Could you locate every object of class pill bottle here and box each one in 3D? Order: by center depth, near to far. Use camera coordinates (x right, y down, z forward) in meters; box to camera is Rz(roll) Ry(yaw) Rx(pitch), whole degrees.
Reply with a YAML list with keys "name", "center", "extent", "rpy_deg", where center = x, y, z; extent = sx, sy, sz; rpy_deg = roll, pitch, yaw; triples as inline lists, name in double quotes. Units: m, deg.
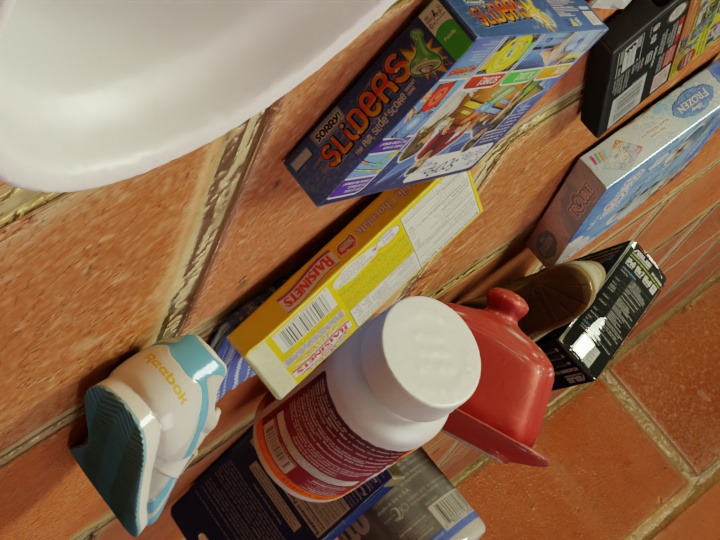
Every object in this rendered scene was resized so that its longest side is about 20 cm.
- name: "pill bottle"
  center: [0.004, 0.103, 1.292]
  extent: [0.109, 0.110, 0.200]
  rpy_deg: [-29, 173, -41]
- name: "pill bottle"
  center: [0.011, 0.195, 1.487]
  extent: [0.114, 0.200, 0.114]
  rpy_deg: [-38, 167, -10]

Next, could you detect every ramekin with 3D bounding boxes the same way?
- name: "ramekin"
  center: [-0.046, -0.123, 0.426]
  extent: [0.200, 0.098, 0.201]
  rpy_deg: [-38, 168, -9]

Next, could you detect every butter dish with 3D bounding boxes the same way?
- name: "butter dish"
  center: [0.111, 0.087, 1.535]
  extent: [0.149, 0.199, 0.199]
  rpy_deg: [-63, 168, -5]

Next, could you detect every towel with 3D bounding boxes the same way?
- name: "towel"
  center: [-0.034, 0.026, 1.171]
  extent: [0.199, 0.024, 0.145]
  rpy_deg: [-32, 165, -32]

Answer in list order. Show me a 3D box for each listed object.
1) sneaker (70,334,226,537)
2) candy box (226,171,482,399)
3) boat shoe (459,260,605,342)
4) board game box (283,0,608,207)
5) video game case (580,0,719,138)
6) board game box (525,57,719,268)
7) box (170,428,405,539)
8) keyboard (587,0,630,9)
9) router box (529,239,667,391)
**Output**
- name: "sneaker"
  center: [-0.133, 0.109, 1.047]
  extent: [0.081, 0.077, 0.200]
  rpy_deg: [-36, 169, -27]
- name: "candy box"
  center: [0.000, 0.000, 1.109]
  extent: [0.200, 0.026, 0.102]
  rpy_deg: [-43, 160, -7]
- name: "boat shoe"
  center: [0.156, 0.046, 1.623]
  extent: [0.199, 0.072, 0.064]
  rpy_deg: [-24, -179, 30]
- name: "board game box"
  center: [0.055, -0.103, 0.947]
  extent: [0.135, 0.035, 0.200]
  rpy_deg: [-45, 167, 26]
- name: "video game case"
  center: [0.245, -0.192, 1.231]
  extent: [0.180, 0.026, 0.200]
  rpy_deg: [-39, 167, -4]
- name: "board game box"
  center: [0.267, -0.102, 1.575]
  extent: [0.198, 0.043, 0.200]
  rpy_deg: [-34, 167, -20]
- name: "box"
  center: [-0.069, 0.197, 1.440]
  extent: [0.200, 0.121, 0.032]
  rpy_deg: [-43, 161, 16]
- name: "keyboard"
  center: [0.222, -0.239, 1.037]
  extent: [0.200, 0.011, 0.056]
  rpy_deg: [-46, 161, 24]
- name: "router box"
  center: [0.209, 0.057, 1.709]
  extent: [0.150, 0.062, 0.200]
  rpy_deg: [-50, -166, -27]
